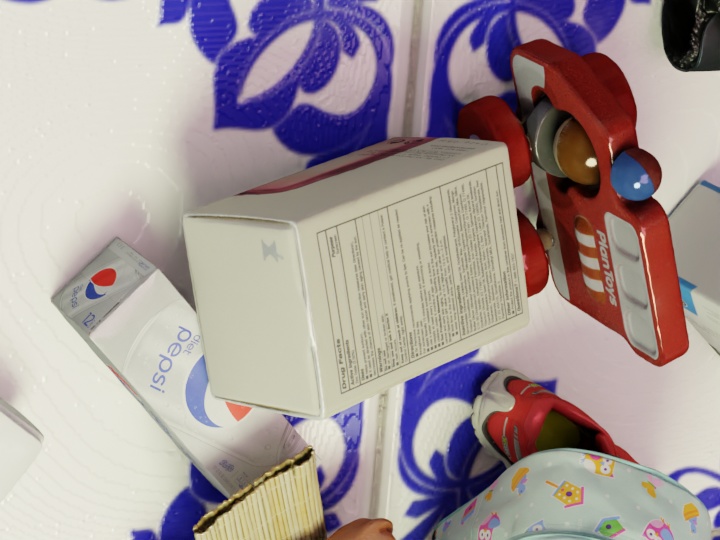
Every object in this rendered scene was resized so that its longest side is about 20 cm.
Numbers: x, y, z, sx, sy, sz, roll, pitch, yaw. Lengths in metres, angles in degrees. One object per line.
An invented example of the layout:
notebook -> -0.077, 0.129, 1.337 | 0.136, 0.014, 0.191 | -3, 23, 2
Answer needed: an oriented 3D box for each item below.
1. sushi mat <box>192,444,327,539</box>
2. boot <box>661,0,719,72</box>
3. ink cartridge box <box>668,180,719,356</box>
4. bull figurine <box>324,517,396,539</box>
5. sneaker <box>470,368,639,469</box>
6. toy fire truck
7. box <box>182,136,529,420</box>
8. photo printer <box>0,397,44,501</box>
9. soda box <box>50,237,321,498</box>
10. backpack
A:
sushi mat -> -0.062, 0.185, 1.648 | 0.095, 0.012, 0.200 | -33, 155, -14
boot -> 0.304, -0.226, 1.728 | 0.167, 0.076, 0.201 | 5, 112, -36
ink cartridge box -> 0.314, 0.042, 1.796 | 0.084, 0.144, 0.200 | -49, 125, -6
bull figurine -> -0.049, 0.243, 1.652 | 0.199, 0.065, 0.122 | -30, 141, -25
sneaker -> 0.160, 0.146, 1.776 | 0.200, 0.085, 0.077 | 37, 78, -35
toy fire truck -> 0.157, -0.050, 1.654 | 0.112, 0.168, 0.201 | -23, 119, -21
box -> 0.000, 0.000, 1.577 | 0.199, 0.109, 0.129 | -21, 109, -41
photo printer -> -0.314, 0.133, 1.509 | 0.200, 0.069, 0.166 | -50, 125, -5
soda box -> -0.111, 0.074, 1.606 | 0.063, 0.068, 0.200 | -44, 123, -9
backpack -> 0.147, 0.219, 1.703 | 0.175, 0.154, 0.200 | 25, 135, -14
